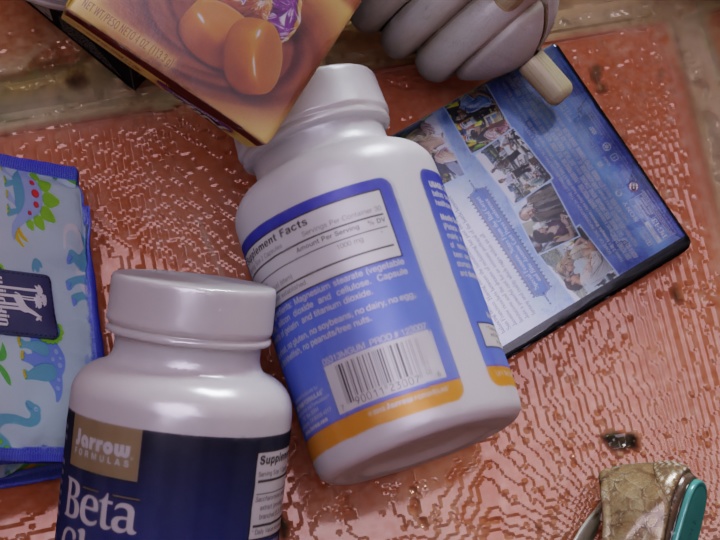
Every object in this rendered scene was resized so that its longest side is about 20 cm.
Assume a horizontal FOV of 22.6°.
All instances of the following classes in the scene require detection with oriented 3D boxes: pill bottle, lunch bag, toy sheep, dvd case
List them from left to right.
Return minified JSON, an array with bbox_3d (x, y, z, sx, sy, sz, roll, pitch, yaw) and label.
[{"bbox_3d":[-0.231,0.031,0.930,0.200,0.127,0.170,-3,75,-22],"label":"lunch bag"},{"bbox_3d":[-0.093,0.103,0.890,0.111,0.111,0.200,6,93,-2],"label":"pill bottle"},{"bbox_3d":[0.000,0.000,0.935,0.112,0.112,0.200,-17,76,-8],"label":"pill bottle"},{"bbox_3d":[0.050,-0.172,0.995,0.138,0.138,0.200,-37,89,-13],"label":"toy sheep"},{"bbox_3d":[0.066,-0.023,1.013,0.200,0.018,0.143,-30,79,-12],"label":"dvd case"}]

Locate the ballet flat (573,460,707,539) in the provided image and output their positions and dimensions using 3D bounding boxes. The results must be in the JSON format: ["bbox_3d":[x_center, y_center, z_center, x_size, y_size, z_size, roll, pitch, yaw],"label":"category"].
[{"bbox_3d":[0.127,0.194,0.943,0.065,0.071,0.200,9,69,27],"label":"ballet flat"}]

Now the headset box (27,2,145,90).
[{"bbox_3d":[-0.120,-0.229,1.029,0.149,0.077,0.200,40,77,7],"label":"headset box"}]

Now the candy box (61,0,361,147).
[{"bbox_3d":[-0.043,-0.175,0.882,0.117,0.056,0.200,34,84,-13],"label":"candy box"}]

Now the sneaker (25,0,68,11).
[{"bbox_3d":[-0.098,-0.160,0.933,0.200,0.077,0.076,7,76,-3],"label":"sneaker"}]
